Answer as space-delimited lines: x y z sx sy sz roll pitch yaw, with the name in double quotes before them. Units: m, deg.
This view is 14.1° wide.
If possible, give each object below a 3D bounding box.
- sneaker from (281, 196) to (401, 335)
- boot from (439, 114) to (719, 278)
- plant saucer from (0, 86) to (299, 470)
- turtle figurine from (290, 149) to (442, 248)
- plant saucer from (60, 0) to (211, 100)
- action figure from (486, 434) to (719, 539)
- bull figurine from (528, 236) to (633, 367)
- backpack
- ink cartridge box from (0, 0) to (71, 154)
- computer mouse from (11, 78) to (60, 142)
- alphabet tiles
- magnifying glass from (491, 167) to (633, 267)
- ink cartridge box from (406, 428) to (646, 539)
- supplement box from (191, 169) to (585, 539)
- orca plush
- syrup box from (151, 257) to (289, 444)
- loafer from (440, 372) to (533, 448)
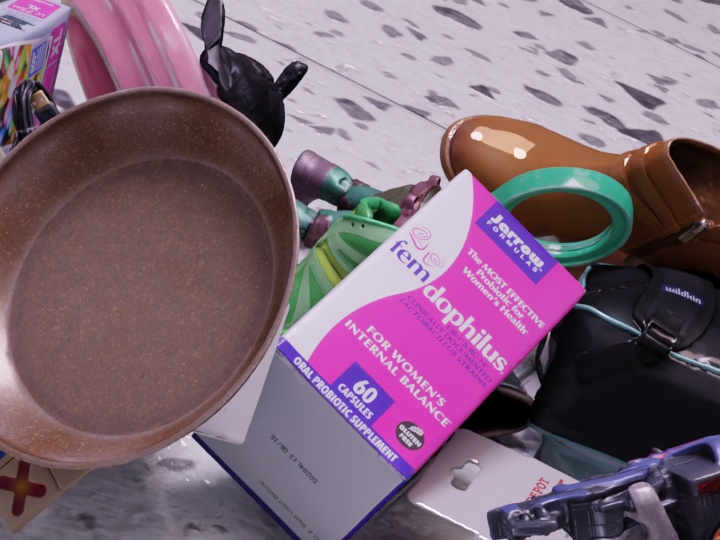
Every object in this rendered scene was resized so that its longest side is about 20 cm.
"sneaker" 0.000 0.000 1.745 0.199 0.084 0.074 -11 -1 20
"boot" 0.157 -0.056 1.786 0.200 0.074 0.155 23 -15 -10
"plant saucer" -0.114 0.008 1.421 0.200 0.201 0.037 37 -4 33
"turtle figurine" 0.033 -0.013 1.877 0.200 0.101 0.150 22 18 19
"plant saucer" -0.139 -0.113 1.856 0.051 0.201 0.201 -23 37 -11
"action figure" 0.171 0.151 1.493 0.199 0.105 0.194 -12 25 -9
"bull figurine" 0.177 0.015 1.905 0.199 0.122 0.065 21 21 -3
"backpack" 0.186 0.077 1.729 0.175 0.154 0.200 18 20 2
"ink cartridge box" -0.233 -0.088 1.754 0.042 0.120 0.200 19 21 10
"computer mouse" -0.139 -0.032 1.681 0.034 0.200 0.059 -11 40 32
"alphabet tiles" -0.181 0.030 1.469 0.200 0.166 0.006 54 7 34
"magnifying glass" 0.070 -0.019 1.767 0.080 0.199 0.022 51 36 -45
"ink cartridge box" 0.116 0.171 1.559 0.200 0.068 0.116 27 23 9
"supplement box" 0.018 0.049 1.591 0.101 0.103 0.200 45 45 2
"orca plush" -0.072 -0.125 1.860 0.105 0.071 0.200 51 -10 24
"syrup box" -0.114 0.032 1.553 0.079 0.082 0.200 20 -2 -21
"loafer" 0.040 0.077 1.709 0.063 0.072 0.200 39 24 22
